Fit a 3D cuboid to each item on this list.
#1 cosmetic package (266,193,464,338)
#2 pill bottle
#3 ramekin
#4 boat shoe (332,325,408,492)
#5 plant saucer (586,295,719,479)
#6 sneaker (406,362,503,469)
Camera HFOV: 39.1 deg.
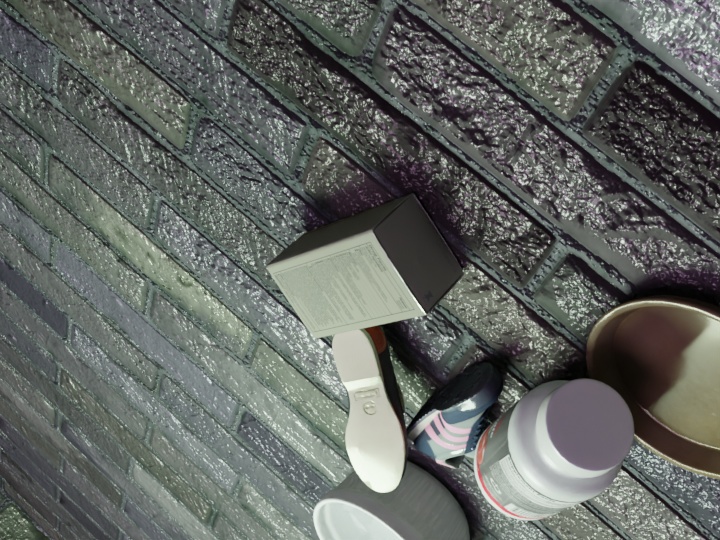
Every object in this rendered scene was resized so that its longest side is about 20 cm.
[{"bbox_3d":[0.000,0.000,1.054,0.199,0.073,0.104,-15,112,52],"label":"cosmetic package"},{"bbox_3d":[0.183,0.168,0.960,0.111,0.111,0.200,41,158,8],"label":"pill bottle"},{"bbox_3d":[0.046,0.334,1.309,0.199,0.105,0.201,27,140,25],"label":"ramekin"},{"bbox_3d":[0.016,0.149,1.145,0.071,0.063,0.201,-10,99,19],"label":"boat shoe"},{"bbox_3d":[0.292,0.099,0.883,0.199,0.029,0.201,27,140,25],"label":"plant saucer"},{"bbox_3d":[0.119,0.162,1.101,0.082,0.070,0.200,41,152,0],"label":"sneaker"}]
